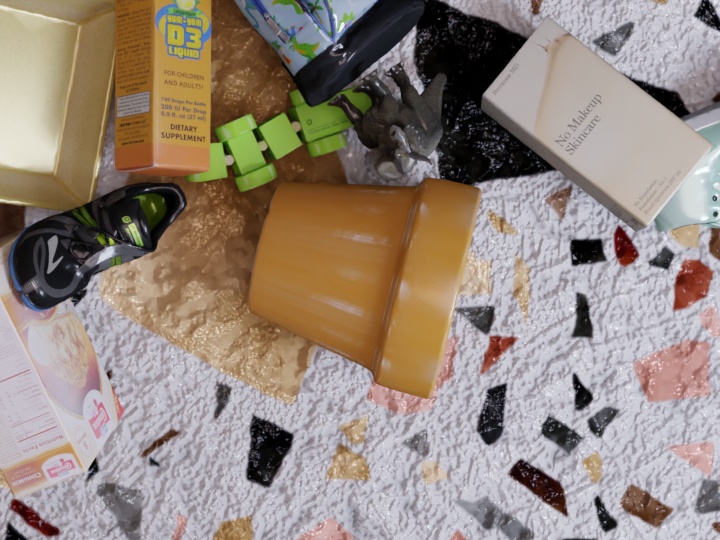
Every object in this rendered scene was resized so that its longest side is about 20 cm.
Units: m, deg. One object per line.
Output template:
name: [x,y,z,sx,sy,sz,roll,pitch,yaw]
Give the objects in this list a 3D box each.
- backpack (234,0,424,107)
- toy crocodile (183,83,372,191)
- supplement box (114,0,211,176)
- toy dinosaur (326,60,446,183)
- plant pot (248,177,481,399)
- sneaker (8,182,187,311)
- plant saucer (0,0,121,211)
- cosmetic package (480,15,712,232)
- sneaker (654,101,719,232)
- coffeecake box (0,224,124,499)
backpack: [-0.049,-0.277,1.157,0.200,0.154,0.163,44,53,6]
toy crocodile: [-0.075,-0.129,1.217,0.200,0.062,0.068,-26,101,-12]
supplement box: [-0.178,-0.188,1.159,0.066,0.069,0.200,0,87,-43]
toy dinosaur: [0.035,-0.136,1.189,0.077,0.200,0.102,-31,91,25]
plant pot: [0.000,0.000,1.189,0.183,0.200,0.201,14,94,3]
sneaker: [-0.230,-0.032,1.135,0.200,0.083,0.071,-39,107,-46]
plant saucer: [-0.320,-0.162,1.136,0.200,0.048,0.200,7,96,-38]
cosmetic package: [0.224,-0.139,1.234,0.200,0.073,0.104,38,90,5]
sneaker: [0.372,-0.109,1.297,0.200,0.074,0.118,-22,95,2]
coffeecake box: [-0.297,0.076,1.140,0.073,0.154,0.200,-22,102,7]
